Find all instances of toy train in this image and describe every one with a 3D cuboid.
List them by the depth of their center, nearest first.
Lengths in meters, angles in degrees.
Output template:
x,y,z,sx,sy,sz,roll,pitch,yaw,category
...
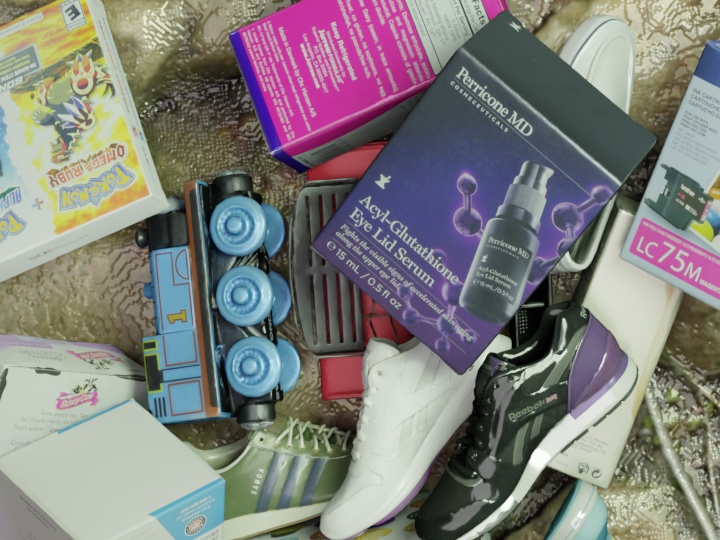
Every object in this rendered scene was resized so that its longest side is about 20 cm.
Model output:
x,y,z,sx,sy,sz,roll,pitch,yaw,category
-0.113,0.026,1.592,0.113,0.087,0.202,-8,85,12,toy train

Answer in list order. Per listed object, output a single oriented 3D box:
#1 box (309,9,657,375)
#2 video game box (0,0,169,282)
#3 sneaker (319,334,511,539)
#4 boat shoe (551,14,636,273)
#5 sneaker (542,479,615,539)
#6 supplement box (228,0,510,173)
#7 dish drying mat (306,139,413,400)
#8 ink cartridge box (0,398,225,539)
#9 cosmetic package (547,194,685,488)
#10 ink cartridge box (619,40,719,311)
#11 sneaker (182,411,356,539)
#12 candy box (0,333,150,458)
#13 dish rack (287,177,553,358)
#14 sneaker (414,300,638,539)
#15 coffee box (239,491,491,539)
x,y,z,sx,sy,sz,roll,pitch,yaw,category
0.086,-0.055,1.454,0.148,0.104,0.200,39,120,4,box
-0.268,-0.095,1.597,0.199,0.047,0.184,-23,75,9,video game box
0.023,0.109,1.547,0.099,0.075,0.201,38,89,-6,sneaker
0.176,-0.092,1.540,0.073,0.065,0.202,16,86,-34,boat shoe
0.194,0.234,1.544,0.130,0.201,0.080,26,64,14,sneaker
0.017,-0.162,1.546,0.198,0.101,0.104,-22,81,8,supplement box
0.000,0.000,1.621,0.076,0.018,0.202,-3,98,6,dish drying mat
-0.188,0.228,1.559,0.125,0.128,0.202,34,134,37,ink cartridge box
0.189,0.052,1.563,0.070,0.105,0.202,21,101,1,cosmetic package
0.269,-0.074,1.432,0.119,0.042,0.202,29,108,25,ink cartridge box
-0.056,0.147,1.620,0.198,0.067,0.091,-19,99,11,sneaker
-0.262,0.154,1.594,0.071,0.167,0.202,29,102,38,candy box
0.044,-0.005,1.582,0.198,0.055,0.155,-4,97,-5,dish rack
0.098,0.105,1.473,0.200,0.076,0.088,-45,113,-6,sneaker
0.012,0.297,1.567,0.198,0.198,0.202,-12,98,7,coffee box
